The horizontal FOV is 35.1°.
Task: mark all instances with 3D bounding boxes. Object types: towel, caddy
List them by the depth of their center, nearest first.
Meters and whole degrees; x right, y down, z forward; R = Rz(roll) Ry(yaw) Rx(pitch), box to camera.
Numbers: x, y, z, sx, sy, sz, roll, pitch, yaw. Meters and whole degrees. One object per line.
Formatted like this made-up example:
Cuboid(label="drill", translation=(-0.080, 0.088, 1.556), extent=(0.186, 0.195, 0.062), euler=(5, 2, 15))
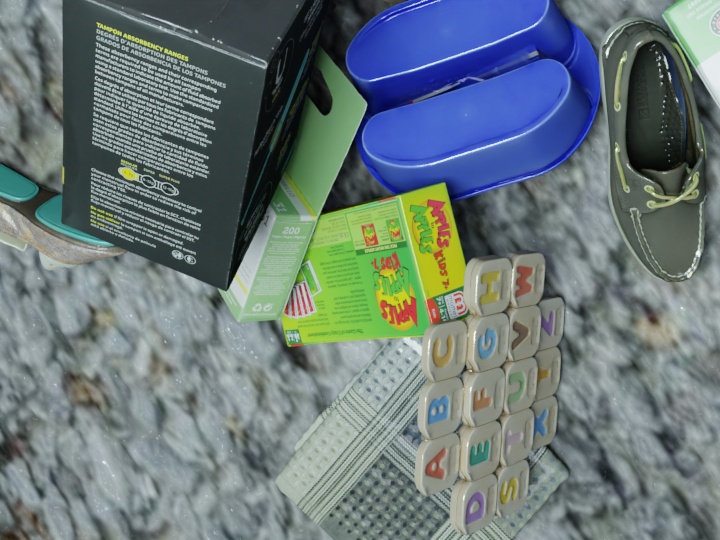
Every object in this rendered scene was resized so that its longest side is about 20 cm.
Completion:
Cuboid(label="caddy", translation=(0.082, -0.133, 0.865), extent=(0.197, 0.105, 0.144), euler=(-15, 75, 15))
Cuboid(label="towel", translation=(0.048, 0.173, 0.970), extent=(0.192, 0.035, 0.201), euler=(42, 107, 5))

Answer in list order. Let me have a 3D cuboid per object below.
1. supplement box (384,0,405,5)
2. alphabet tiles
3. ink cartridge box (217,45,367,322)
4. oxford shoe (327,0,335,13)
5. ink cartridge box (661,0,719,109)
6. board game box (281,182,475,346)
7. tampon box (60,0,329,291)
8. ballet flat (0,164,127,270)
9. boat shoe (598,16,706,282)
Cuboid(label="supplement box", translation=(0.007, -0.274, 0.811), extent=(0.074, 0.199, 0.126), euler=(48, 111, 16))
Cuboid(label="alphabet tiles", translation=(0.104, 0.089, 0.847), extent=(0.014, 0.194, 0.204), euler=(9, 100, 38))
Cuboid(label="ink cartridge box", translation=(-0.077, -0.083, 0.898), extent=(0.146, 0.047, 0.202), euler=(54, 132, 40))
Cuboid(label="oxford shoe", translation=(-0.118, -0.180, 0.874), extent=(0.198, 0.072, 0.072), euler=(-29, 106, 18))
Cuboid(label="ink cartridge box", translation=(0.325, -0.135, 0.792), extent=(0.145, 0.084, 0.202), euler=(-32, 88, 20))
Cuboid(label="board game box", translation=(0.000, 0.000, 0.889), extent=(0.199, 0.047, 0.103), euler=(-9, 98, 54))
Cuboid(label="tampon box", translation=(-0.105, -0.121, 0.730), extent=(0.124, 0.151, 0.201), euler=(21, 139, 2))
Cuboid(label="ballet flat", translation=(-0.290, -0.041, 1.033), extent=(0.198, 0.068, 0.068), euler=(26, 126, 18))
Cuboid(label="boat shoe", translation=(0.217, -0.081, 0.834), extent=(0.071, 0.060, 0.205), euler=(-13, 107, 4))
